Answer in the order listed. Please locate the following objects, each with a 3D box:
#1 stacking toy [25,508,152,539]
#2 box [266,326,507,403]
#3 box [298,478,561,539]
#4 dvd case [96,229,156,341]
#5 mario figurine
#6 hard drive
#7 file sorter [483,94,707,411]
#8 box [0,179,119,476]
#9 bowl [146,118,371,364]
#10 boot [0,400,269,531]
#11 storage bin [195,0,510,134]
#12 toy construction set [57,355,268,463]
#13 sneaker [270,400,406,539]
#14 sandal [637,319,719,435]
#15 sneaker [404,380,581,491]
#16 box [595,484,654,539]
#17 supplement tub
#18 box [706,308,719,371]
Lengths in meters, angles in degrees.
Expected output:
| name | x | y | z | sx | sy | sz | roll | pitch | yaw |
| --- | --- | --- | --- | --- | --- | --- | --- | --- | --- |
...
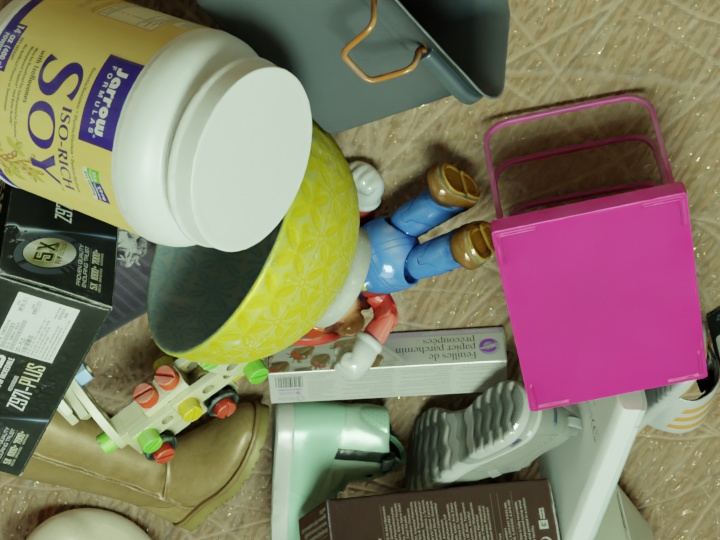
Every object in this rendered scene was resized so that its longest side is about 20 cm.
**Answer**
| name | x | y | z | sx | sy | sz | roll | pitch | yaw |
| --- | --- | --- | --- | --- | --- | --- | --- | --- | --- |
| stacking toy | -0.267 | 0.316 | 1.775 | 0.145 | 0.147 | 0.200 | 15 | 148 | -18 |
| box | 0.021 | 0.078 | 1.599 | 0.198 | 0.039 | 0.042 | -4 | 136 | 0 |
| box | 0.057 | 0.225 | 1.622 | 0.199 | 0.075 | 0.100 | -4 | 165 | -19 |
| dvd case | -0.216 | -0.012 | 1.511 | 0.199 | 0.016 | 0.149 | -28 | 128 | 24 |
| mario figurine | 0.000 | 0.000 | 1.462 | 0.199 | 0.124 | 0.106 | -31 | 128 | 30 |
| hard drive | 0.188 | 0.131 | 1.595 | 0.026 | 0.132 | 0.201 | 4 | 134 | -11 |
| file sorter | 0.174 | -0.016 | 1.454 | 0.138 | 0.126 | 0.201 | -11 | 135 | 5 |
| box | -0.249 | 0.021 | 1.417 | 0.086 | 0.164 | 0.200 | 18 | 132 | -19 |
| bowl | -0.057 | -0.015 | 1.390 | 0.107 | 0.201 | 0.200 | 24 | 129 | -27 |
| boot | -0.198 | 0.145 | 1.634 | 0.199 | 0.066 | 0.175 | 22 | 129 | -22 |
| storage bin | -0.011 | -0.177 | 1.287 | 0.134 | 0.146 | 0.200 | -22 | 133 | 31 |
| toy construction set | -0.160 | 0.083 | 1.534 | 0.199 | 0.093 | 0.131 | -23 | 151 | 8 |
| sneaker | -0.020 | 0.191 | 1.683 | 0.117 | 0.074 | 0.201 | 1 | 135 | -5 |
| sandal | 0.256 | 0.100 | 1.592 | 0.059 | 0.080 | 0.207 | 17 | 151 | -7 |
| sneaker | 0.105 | 0.152 | 1.620 | 0.082 | 0.075 | 0.200 | 19 | 156 | -26 |
| box | 0.162 | 0.274 | 1.730 | 0.199 | 0.078 | 0.095 | -24 | 135 | 16 |
| supplement tub | -0.146 | -0.100 | 1.282 | 0.199 | 0.146 | 0.146 | 20 | 145 | 32 |
| box | 0.349 | 0.122 | 1.549 | 0.060 | 0.201 | 0.116 | -34 | 129 | 29 |
